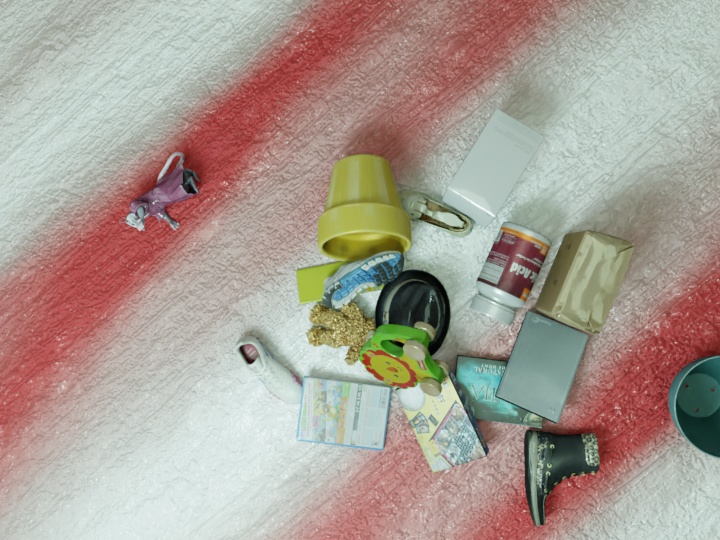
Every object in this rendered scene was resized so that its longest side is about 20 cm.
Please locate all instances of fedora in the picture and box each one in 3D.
[{"bbox_3d":[0.126,0.098,1.322,0.199,0.092,0.203,0,88,-17],"label":"fedora"}]

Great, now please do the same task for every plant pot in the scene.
[{"bbox_3d":[0.719,0.267,1.261,0.198,0.135,0.202,0,89,6],"label":"plant pot"},{"bbox_3d":[0.006,-0.137,1.324,0.199,0.201,0.191,-4,73,6],"label":"plant pot"}]

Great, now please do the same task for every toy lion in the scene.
[{"bbox_3d":[0.078,0.183,1.285,0.190,0.201,0.069,6,49,31],"label":"toy lion"}]

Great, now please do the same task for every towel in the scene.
[{"bbox_3d":[-0.047,0.021,1.401,0.198,0.018,0.087,-11,69,7],"label":"towel"}]

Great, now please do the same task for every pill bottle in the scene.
[{"bbox_3d":[0.317,0.008,1.319,0.113,0.114,0.201,24,92,6],"label":"pill bottle"}]

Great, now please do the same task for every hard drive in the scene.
[{"bbox_3d":[0.389,0.205,1.325,0.139,0.033,0.201,22,77,10],"label":"hard drive"}]

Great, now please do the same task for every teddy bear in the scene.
[{"bbox_3d":[-0.028,0.136,1.379,0.199,0.067,0.146,25,94,7],"label":"teddy bear"}]

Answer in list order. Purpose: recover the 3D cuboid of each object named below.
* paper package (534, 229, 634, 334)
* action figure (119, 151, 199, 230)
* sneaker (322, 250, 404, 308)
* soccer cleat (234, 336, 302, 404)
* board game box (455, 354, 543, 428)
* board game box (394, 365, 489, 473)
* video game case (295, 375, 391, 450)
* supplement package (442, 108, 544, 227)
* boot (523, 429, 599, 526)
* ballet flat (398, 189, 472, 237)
[{"bbox_3d":[0.453,0.020,1.261,0.103,0.200,0.192,23,92,6],"label":"paper package"},{"bbox_3d":[-0.466,-0.166,1.398,0.199,0.134,0.150,-28,86,2],"label":"action figure"},{"bbox_3d":[0.000,0.000,1.347,0.199,0.087,0.075,-26,125,8],"label":"sneaker"},{"bbox_3d":[-0.210,0.230,1.387,0.200,0.086,0.070,44,94,5],"label":"soccer cleat"},{"bbox_3d":[0.305,0.266,1.360,0.198,0.028,0.137,6,89,6],"label":"board game box"},{"bbox_3d":[0.177,0.327,1.350,0.135,0.035,0.201,-26,87,25],"label":"board game box"},{"bbox_3d":[-0.038,0.321,1.387,0.198,0.018,0.145,8,90,-3],"label":"video game case"},{"bbox_3d":[0.278,-0.214,1.313,0.119,0.121,0.201,32,85,5],"label":"supplement package"},{"bbox_3d":[0.433,0.444,1.322,0.152,0.073,0.206,-2,88,4],"label":"boot"},{"bbox_3d":[0.157,-0.132,1.365,0.198,0.062,0.068,20,91,6],"label":"ballet flat"}]
